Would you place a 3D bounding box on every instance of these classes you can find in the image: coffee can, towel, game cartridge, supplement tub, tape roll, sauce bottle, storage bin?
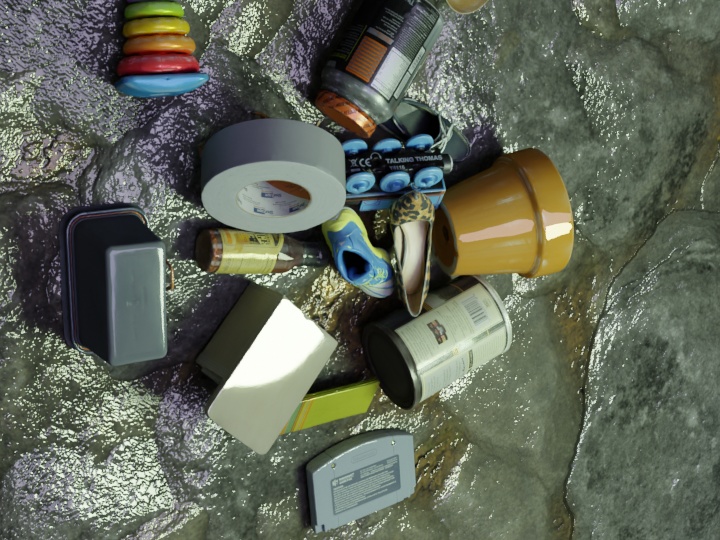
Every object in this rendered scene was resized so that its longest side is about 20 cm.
[{"bbox_3d":[0.122,0.110,1.736,0.198,0.146,0.149,-27,117,-24],"label":"coffee can"},{"bbox_3d":[-0.065,0.215,1.707,0.197,0.018,0.087,-10,143,-31],"label":"towel"},{"bbox_3d":[0.001,0.339,1.796,0.197,0.041,0.136,-15,108,-29],"label":"game cartridge"},{"bbox_3d":[0.023,-0.301,1.562,0.122,0.122,0.202,34,85,-35],"label":"supplement tub"},{"bbox_3d":[-0.118,-0.125,1.478,0.198,0.199,0.067,17,60,-35],"label":"tape roll"},{"bbox_3d":[-0.140,-0.027,1.577,0.197,0.066,0.067,0,105,-35],"label":"sauce bottle"},{"bbox_3d":[-0.307,0.026,1.441,0.143,0.134,0.204,-8,109,-30],"label":"storage bin"}]

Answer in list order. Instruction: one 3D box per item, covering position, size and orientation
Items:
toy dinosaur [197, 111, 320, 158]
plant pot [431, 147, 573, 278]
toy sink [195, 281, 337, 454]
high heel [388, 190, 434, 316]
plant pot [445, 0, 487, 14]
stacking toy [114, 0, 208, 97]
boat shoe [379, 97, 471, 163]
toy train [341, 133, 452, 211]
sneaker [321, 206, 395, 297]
[{"bbox_3d":[-0.125,-0.178,1.500,0.196,0.107,0.061,-13,116,18],"label":"toy dinosaur"},{"bbox_3d":[0.209,-0.075,1.717,0.180,0.200,0.204,-14,112,-16],"label":"plant pot"},{"bbox_3d":[-0.152,0.141,1.590,0.130,0.111,0.202,41,76,-34],"label":"toy sink"},{"bbox_3d":[0.083,-0.025,1.621,0.070,0.201,0.145,-6,69,-5],"label":"high heel"},{"bbox_3d":[0.167,-0.487,1.622,0.199,0.027,0.203,-34,136,-39],"label":"plant pot"},{"bbox_3d":[-0.264,-0.327,1.393,0.114,0.110,0.204,-7,97,-19],"label":"stacking toy"},{"bbox_3d":[0.106,-0.217,1.678,0.199,0.062,0.076,30,86,-36],"label":"boat shoe"},{"bbox_3d":[0.038,-0.138,1.622,0.196,0.088,0.115,-6,151,-14],"label":"toy train"},{"bbox_3d":[0.000,0.000,1.633,0.075,0.106,0.200,-25,133,15],"label":"sneaker"}]
